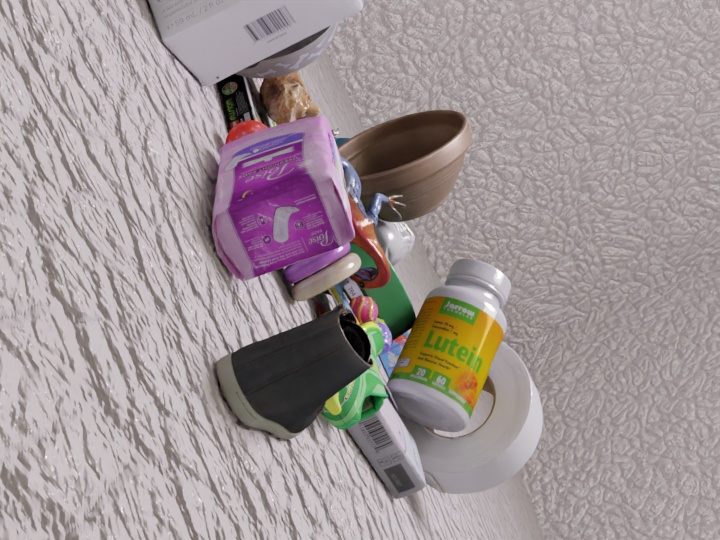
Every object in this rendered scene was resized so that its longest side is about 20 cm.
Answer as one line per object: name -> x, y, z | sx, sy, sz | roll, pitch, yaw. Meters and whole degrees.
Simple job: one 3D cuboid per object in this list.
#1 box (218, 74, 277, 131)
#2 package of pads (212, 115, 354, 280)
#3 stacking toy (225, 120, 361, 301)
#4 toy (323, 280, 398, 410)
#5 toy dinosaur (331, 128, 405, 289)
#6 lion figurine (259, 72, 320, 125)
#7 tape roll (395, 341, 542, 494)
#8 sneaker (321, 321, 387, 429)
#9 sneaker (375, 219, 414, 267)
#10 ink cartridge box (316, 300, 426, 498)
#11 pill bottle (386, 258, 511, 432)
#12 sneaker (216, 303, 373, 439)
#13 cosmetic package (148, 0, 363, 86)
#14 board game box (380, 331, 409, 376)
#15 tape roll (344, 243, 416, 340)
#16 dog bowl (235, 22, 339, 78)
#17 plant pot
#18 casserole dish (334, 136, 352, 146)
box -> -0.137, -0.203, 1.269 | 0.110, 0.035, 0.201 | 58, 11, -48
package of pads -> -0.075, -0.076, 0.971 | 0.200, 0.120, 0.076 | -100, 169, -64
stacking toy -> -0.080, -0.072, 1.111 | 0.201, 0.085, 0.085 | 62, 7, -4
toy -> 0.002, 0.058, 1.230 | 0.200, 0.047, 0.115 | 55, -4, 39
toy dinosaur -> -0.026, -0.058, 1.181 | 0.182, 0.105, 0.200 | 63, 23, 3
lion figurine -> -0.093, -0.265, 1.261 | 0.122, 0.072, 0.201 | 51, 30, -82
tape roll -> 0.132, 0.184, 1.333 | 0.071, 0.201, 0.203 | 58, 11, -51
sneaker -> -0.014, 0.109, 1.036 | 0.084, 0.074, 0.200 | 63, 17, -4
sneaker -> 0.035, -0.042, 1.423 | 0.077, 0.080, 0.200 | 59, -5, 5
ink cartridge box -> 0.012, 0.141, 1.203 | 0.201, 0.057, 0.163 | -99, 163, -48
pill bottle -> 0.117, 0.090, 1.287 | 0.201, 0.110, 0.111 | -64, 147, -23
sneaker -> -0.032, 0.083, 0.825 | 0.200, 0.106, 0.075 | 28, 38, -78
cosmetic package -> -0.133, -0.345, 1.103 | 0.201, 0.198, 0.123 | 68, 8, 19
board game box -> 0.053, 0.088, 1.634 | 0.196, 0.056, 0.201 | -32, 98, -83
tape roll -> 0.000, 0.000, 1.346 | 0.201, 0.048, 0.201 | 57, -9, 13
dog bowl -> -0.112, -0.315, 1.206 | 0.059, 0.199, 0.201 | 76, -7, -68
plant pot -> 0.057, -0.127, 1.343 | 0.201, 0.200, 0.093 | -98, 167, -66
casserole dish -> -0.022, -0.104, 1.498 | 0.201, 0.120, 0.039 | 61, 27, -33
